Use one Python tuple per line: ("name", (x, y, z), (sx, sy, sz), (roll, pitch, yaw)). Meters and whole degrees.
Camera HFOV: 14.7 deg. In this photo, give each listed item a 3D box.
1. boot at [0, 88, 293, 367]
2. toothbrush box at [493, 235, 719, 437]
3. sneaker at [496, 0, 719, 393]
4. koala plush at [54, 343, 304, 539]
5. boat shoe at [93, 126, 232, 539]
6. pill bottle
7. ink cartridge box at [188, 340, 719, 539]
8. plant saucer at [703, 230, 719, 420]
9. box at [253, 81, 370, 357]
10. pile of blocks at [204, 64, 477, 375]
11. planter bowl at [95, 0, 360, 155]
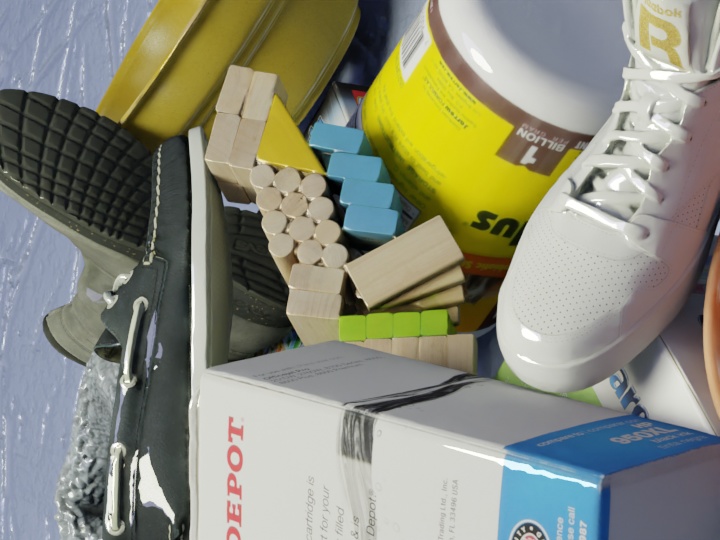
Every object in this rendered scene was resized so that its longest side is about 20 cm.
("boot", (-0.127, 0.002, 1.382), (0.131, 0.200, 0.068), (-43, 23, 43))
("toothbrush box", (0.108, 0.103, 1.123), (0.200, 0.086, 0.146), (-62, 38, 34))
("sneaker", (0.105, -0.059, 1.044), (0.074, 0.116, 0.200), (24, 66, 28))
("koala plush", (-0.033, 0.144, 1.285), (0.200, 0.177, 0.184), (39, 114, 46))
("boat shoe", (-0.086, 0.033, 1.204), (0.076, 0.060, 0.200), (70, -164, -65))
("pill bottle", (0.044, -0.043, 1.242), (0.200, 0.109, 0.109), (-56, 39, 40))
("ink cartridge box", (0.033, 0.117, 1.043), (0.200, 0.084, 0.145), (13, 107, 41))
("plant saucer", (0.207, -0.002, 0.982), (0.200, 0.032, 0.200), (-27, 50, 38))
("box", (-0.027, 0.013, 1.430), (0.200, 0.035, 0.110), (-58, 38, 37))
("pile of blocks", (0.000, 0.000, 1.189), (0.062, 0.082, 0.200), (65, 180, -67))
("planter bowl", (-0.058, -0.118, 1.430), (0.200, 0.083, 0.200), (-54, 13, 18))
